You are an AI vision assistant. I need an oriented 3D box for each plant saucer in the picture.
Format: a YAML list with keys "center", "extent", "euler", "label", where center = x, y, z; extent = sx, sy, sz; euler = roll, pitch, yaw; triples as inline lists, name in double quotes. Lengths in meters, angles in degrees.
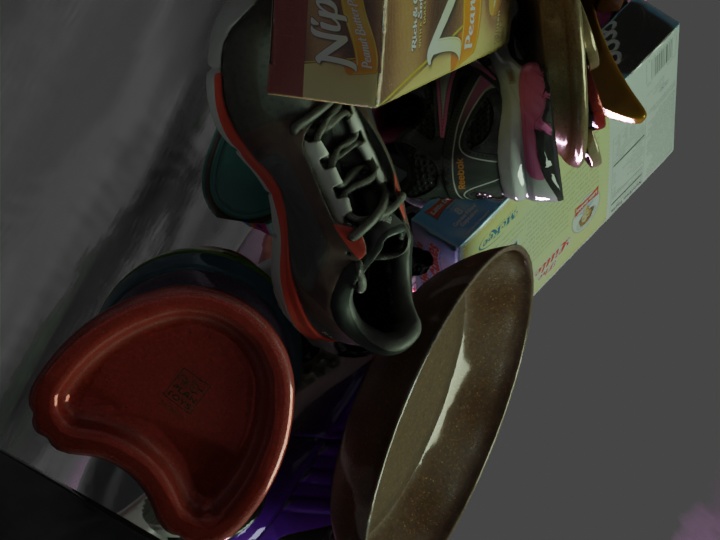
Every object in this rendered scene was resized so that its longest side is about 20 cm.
- center: [0.032, 0.076, 1.320]
  extent: [0.201, 0.037, 0.201]
  euler: [-57, 159, -36]
  label: "plant saucer"

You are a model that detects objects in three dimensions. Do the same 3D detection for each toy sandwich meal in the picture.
- center: [0.114, -0.153, 1.293]
  extent: [0.205, 0.070, 0.206]
  euler: [172, -90, -89]
  label: "toy sandwich meal"

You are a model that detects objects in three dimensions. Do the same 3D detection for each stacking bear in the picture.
- center: [-0.084, 0.040, 1.306]
  extent: [0.114, 0.121, 0.200]
  euler: [-51, -172, 10]
  label: "stacking bear"

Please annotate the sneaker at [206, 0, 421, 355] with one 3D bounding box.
- center: [-0.007, -0.047, 1.190]
  extent: [0.077, 0.082, 0.200]
  euler: [-35, 127, -24]
  label: "sneaker"

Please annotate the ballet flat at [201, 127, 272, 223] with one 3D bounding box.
- center: [-0.017, -0.111, 1.342]
  extent: [0.200, 0.067, 0.070]
  euler: [-58, -169, 2]
  label: "ballet flat"

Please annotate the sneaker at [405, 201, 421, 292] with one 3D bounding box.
- center: [0.043, 0.007, 1.536]
  extent: [0.200, 0.085, 0.077]
  euler: [117, -20, -61]
  label: "sneaker"

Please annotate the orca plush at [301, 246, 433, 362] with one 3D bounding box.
- center: [0.000, 0.000, 1.370]
  extent: [0.200, 0.071, 0.106]
  euler: [-155, -102, -74]
  label: "orca plush"

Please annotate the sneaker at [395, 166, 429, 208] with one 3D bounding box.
- center: [0.048, -0.131, 1.400]
  extent: [0.075, 0.082, 0.201]
  euler: [-7, 102, -44]
  label: "sneaker"

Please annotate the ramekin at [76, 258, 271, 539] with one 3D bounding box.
- center: [-0.063, 0.099, 1.489]
  extent: [0.200, 0.105, 0.200]
  euler: [-45, -163, 18]
  label: "ramekin"

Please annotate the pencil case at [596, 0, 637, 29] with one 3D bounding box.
- center: [0.097, -0.107, 1.529]
  extent: [0.094, 0.090, 0.200]
  euler: [-110, -142, -50]
  label: "pencil case"

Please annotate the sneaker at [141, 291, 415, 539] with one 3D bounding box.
- center: [-0.019, 0.099, 1.371]
  extent: [0.200, 0.100, 0.070]
  euler: [-42, -157, -18]
  label: "sneaker"

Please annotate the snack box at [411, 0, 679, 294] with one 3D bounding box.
- center: [0.106, -0.050, 1.448]
  extent: [0.200, 0.037, 0.116]
  euler: [-45, 152, -25]
  label: "snack box"

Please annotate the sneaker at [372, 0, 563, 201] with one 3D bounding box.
- center: [0.043, -0.092, 1.279]
  extent: [0.200, 0.086, 0.081]
  euler: [-102, -175, -69]
  label: "sneaker"

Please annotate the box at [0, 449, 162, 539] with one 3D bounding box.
- center: [-0.122, 0.194, 1.183]
  extent: [0.149, 0.200, 0.124]
  euler: [-59, 175, -9]
  label: "box"

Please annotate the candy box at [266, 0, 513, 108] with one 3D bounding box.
- center: [0.020, -0.146, 1.142]
  extent: [0.200, 0.055, 0.116]
  euler: [-34, 130, -67]
  label: "candy box"

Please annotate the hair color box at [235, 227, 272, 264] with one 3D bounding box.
- center: [-0.051, 0.033, 1.687]
  extent: [0.200, 0.101, 0.061]
  euler: [-59, 176, -37]
  label: "hair color box"

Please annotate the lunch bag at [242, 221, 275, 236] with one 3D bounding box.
- center: [0.005, -0.109, 1.518]
  extent: [0.200, 0.077, 0.161]
  euler: [-58, 176, -29]
  label: "lunch bag"
